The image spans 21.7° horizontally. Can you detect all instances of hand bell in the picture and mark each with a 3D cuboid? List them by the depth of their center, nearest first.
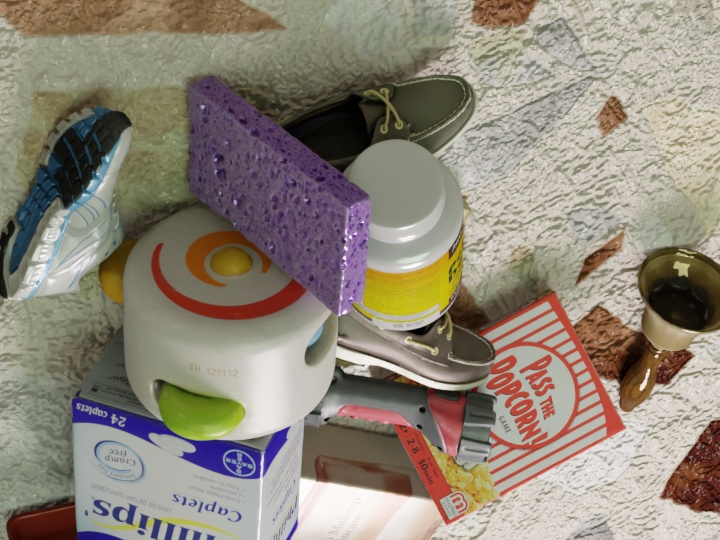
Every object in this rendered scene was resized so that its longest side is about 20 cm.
[{"bbox_3d":[0.300,0.079,1.899,0.104,0.104,0.200,-7,144,-19],"label":"hand bell"}]

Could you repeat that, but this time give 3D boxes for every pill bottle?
[{"bbox_3d":[0.032,-0.032,1.562,0.109,0.110,0.200,-21,159,-6],"label":"pill bottle"}]

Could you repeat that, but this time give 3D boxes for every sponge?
[{"bbox_3d":[-0.068,-0.062,1.516,0.030,0.200,0.112,-27,141,-32],"label":"sponge"}]

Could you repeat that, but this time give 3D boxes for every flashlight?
[{"bbox_3d":[0.026,0.134,1.765,0.199,0.068,0.068,8,159,0],"label":"flashlight"}]

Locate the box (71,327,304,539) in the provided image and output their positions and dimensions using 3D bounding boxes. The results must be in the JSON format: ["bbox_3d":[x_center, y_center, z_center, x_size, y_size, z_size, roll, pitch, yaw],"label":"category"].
[{"bbox_3d":[-0.154,0.176,1.690,0.183,0.105,0.201,15,131,12],"label":"box"}]

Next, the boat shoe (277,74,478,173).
[{"bbox_3d":[0.005,-0.117,1.577,0.201,0.072,0.060,-22,161,-2],"label":"boat shoe"}]

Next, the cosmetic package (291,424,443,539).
[{"bbox_3d":[-0.021,0.219,1.857,0.199,0.087,0.104,13,124,-32],"label":"cosmetic package"}]

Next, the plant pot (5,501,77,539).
[{"bbox_3d":[-0.224,0.345,1.817,0.199,0.201,0.177,-11,145,-16],"label":"plant pot"}]

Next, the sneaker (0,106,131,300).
[{"bbox_3d":[-0.226,-0.054,1.547,0.086,0.075,0.200,6,134,-37],"label":"sneaker"}]

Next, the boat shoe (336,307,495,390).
[{"bbox_3d":[0.047,0.057,1.722,0.199,0.072,0.060,16,124,-28],"label":"boat shoe"}]

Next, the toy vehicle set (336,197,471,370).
[{"bbox_3d":[0.000,0.000,1.717,0.124,0.027,0.200,13,122,-33],"label":"toy vehicle set"}]

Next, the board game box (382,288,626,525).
[{"bbox_3d":[0.134,0.131,1.821,0.199,0.046,0.152,-29,94,1],"label":"board game box"}]

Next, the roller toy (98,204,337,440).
[{"bbox_3d":[-0.111,0.035,1.591,0.182,0.200,0.140,-18,135,-23],"label":"roller toy"}]
